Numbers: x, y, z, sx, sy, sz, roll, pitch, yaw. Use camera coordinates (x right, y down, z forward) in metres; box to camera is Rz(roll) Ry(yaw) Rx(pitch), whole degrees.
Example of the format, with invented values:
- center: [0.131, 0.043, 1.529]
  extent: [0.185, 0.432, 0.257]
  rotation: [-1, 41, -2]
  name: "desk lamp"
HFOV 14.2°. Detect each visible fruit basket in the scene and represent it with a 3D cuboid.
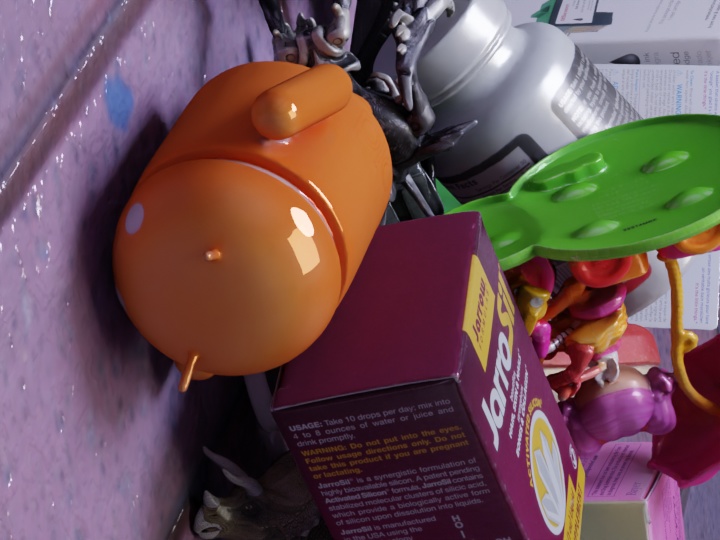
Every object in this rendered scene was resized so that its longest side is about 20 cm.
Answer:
- center: [0.134, -0.048, 1.861]
  extent: [0.094, 0.199, 0.186]
  rotation: [84, 10, -68]
  name: "fruit basket"

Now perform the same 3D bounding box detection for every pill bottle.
- center: [0.102, -0.071, 1.656]
  extent: [0.200, 0.111, 0.111]
  rotation: [45, 36, -19]
  name: "pill bottle"

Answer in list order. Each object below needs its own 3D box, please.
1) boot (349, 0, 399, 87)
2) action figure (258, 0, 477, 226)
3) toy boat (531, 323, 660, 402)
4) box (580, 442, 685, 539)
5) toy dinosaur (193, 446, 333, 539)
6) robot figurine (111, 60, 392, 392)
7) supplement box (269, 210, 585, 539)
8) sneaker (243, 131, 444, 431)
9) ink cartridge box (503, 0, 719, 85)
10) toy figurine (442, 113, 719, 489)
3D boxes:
- center: [0.024, -0.175, 1.725]
  extent: [0.132, 0.070, 0.200]
  rotation: [-112, -145, -56]
  name: "boot"
- center: [-0.008, -0.117, 1.519]
  extent: [0.200, 0.119, 0.102]
  rotation: [64, 27, -25]
  name: "action figure"
- center: [0.083, 0.028, 1.743]
  extent: [0.200, 0.130, 0.131]
  rotation: [1, 82, -43]
  name: "toy boat"
- center: [0.087, 0.198, 1.677]
  extent: [0.097, 0.199, 0.176]
  rotation: [-49, 133, -66]
  name: "box"
- center: [-0.020, 0.123, 1.551]
  extent: [0.200, 0.077, 0.103]
  rotation: [-36, 137, -63]
  name: "toy dinosaur"
- center: [-0.052, -0.028, 1.405]
  extent: [0.117, 0.144, 0.200]
  rotation: [54, 30, -19]
  name: "robot figurine"
- center: [0.040, 0.089, 1.495]
  extent: [0.131, 0.103, 0.200]
  rotation: [-79, 152, -47]
  name: "supplement box"
- center: [-0.008, -0.008, 1.570]
  extent: [0.071, 0.099, 0.201]
  rotation: [60, 34, -59]
  name: "sneaker"
- center: [0.165, -0.110, 1.966]
  extent: [0.084, 0.199, 0.146]
  rotation: [-60, 143, -54]
  name: "ink cartridge box"
- center: [0.147, 0.038, 1.573]
  extent: [0.150, 0.200, 0.184]
  rotation: [-113, -175, -65]
  name: "toy figurine"
